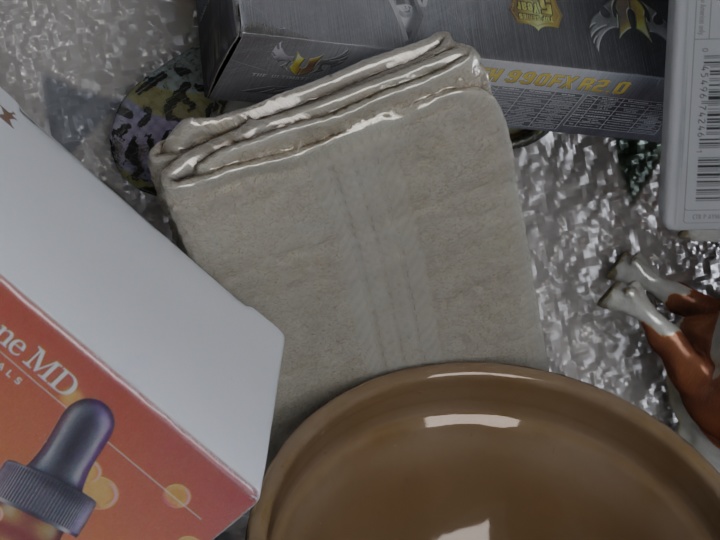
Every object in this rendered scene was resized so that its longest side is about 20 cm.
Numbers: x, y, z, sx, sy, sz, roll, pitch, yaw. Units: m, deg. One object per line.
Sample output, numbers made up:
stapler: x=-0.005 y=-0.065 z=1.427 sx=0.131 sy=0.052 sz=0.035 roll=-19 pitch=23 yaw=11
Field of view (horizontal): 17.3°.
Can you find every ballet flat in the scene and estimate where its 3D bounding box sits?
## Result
ballet flat: x=0.001 y=-0.068 z=0.943 sx=0.199 sy=0.072 sz=0.073 roll=-12 pitch=99 yaw=-20

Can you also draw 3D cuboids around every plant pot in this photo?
plant pot: x=0.050 y=0.139 z=0.898 sx=0.199 sy=0.202 sz=0.093 roll=-9 pitch=138 yaw=-20

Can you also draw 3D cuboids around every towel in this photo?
towel: x=0.000 y=0.000 z=0.908 sx=0.132 sy=0.035 sz=0.201 roll=-19 pitch=138 yaw=-6

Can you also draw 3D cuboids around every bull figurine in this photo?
bull figurine: x=0.165 y=0.028 z=0.978 sx=0.121 sy=0.200 sz=0.065 roll=40 pitch=46 yaw=-2

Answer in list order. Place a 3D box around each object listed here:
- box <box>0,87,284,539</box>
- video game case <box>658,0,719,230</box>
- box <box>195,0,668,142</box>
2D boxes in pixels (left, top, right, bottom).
box: x=-0.149 y=0.062 z=0.829 sx=0.152 sy=0.107 sz=0.200 roll=41 pitch=114 yaw=-18
video game case: x=0.201 y=-0.107 z=0.847 sx=0.180 sy=0.024 sz=0.201 roll=-1 pitch=119 yaw=0
box: x=0.031 y=-0.136 z=0.923 sx=0.198 sy=0.048 sz=0.160 roll=5 pitch=61 yaw=-21
